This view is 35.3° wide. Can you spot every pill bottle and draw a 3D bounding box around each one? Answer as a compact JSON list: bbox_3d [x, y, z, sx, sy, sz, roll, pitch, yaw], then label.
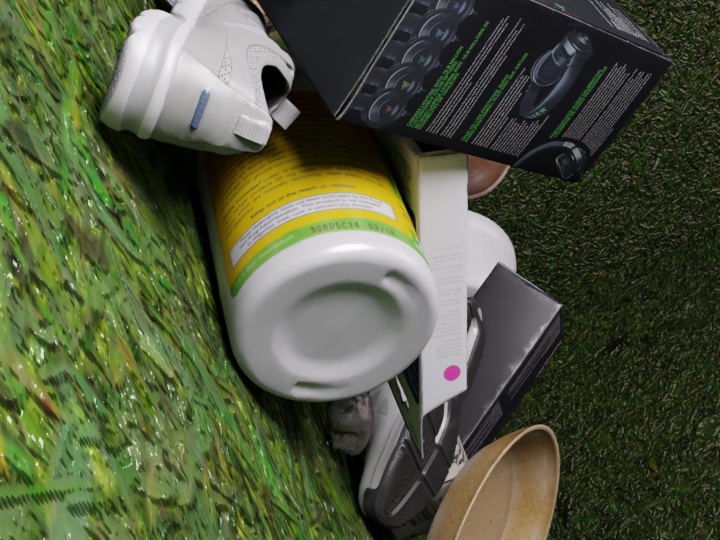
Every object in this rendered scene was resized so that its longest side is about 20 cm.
[{"bbox_3d":[-0.033,-0.036,0.638,0.112,0.110,0.201,63,6,-45],"label":"pill bottle"}]

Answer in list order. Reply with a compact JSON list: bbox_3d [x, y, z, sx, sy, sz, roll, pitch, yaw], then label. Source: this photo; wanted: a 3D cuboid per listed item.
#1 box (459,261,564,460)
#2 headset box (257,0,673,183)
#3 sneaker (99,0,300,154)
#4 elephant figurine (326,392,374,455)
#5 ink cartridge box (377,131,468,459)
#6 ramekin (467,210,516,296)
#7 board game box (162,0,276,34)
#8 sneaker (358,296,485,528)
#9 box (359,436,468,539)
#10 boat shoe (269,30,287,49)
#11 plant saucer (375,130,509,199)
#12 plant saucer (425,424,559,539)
[{"bbox_3d":[0.106,0.109,1.067,0.078,0.201,0.141,34,-7,20],"label":"box"},{"bbox_3d":[0.038,-0.150,0.608,0.198,0.093,0.175,8,39,-42],"label":"headset box"},{"bbox_3d":[-0.069,-0.092,0.571,0.081,0.075,0.200,26,22,-6],"label":"sneaker"},{"bbox_3d":[0.000,0.000,0.818,0.202,0.154,0.141,67,-11,-12],"label":"elephant figurine"},{"bbox_3d":[0.036,0.003,0.682,0.095,0.036,0.203,-115,-158,-59],"label":"ink cartridge box"},{"bbox_3d":[0.079,0.039,1.217,0.099,0.198,0.202,-98,167,-44],"label":"ramekin"},{"bbox_3d":[-0.031,-0.207,0.849,0.097,0.200,0.160,47,-5,26],"label":"board game box"},{"bbox_3d":[0.015,0.102,0.856,0.202,0.114,0.076,-63,143,-38],"label":"sneaker"},{"bbox_3d":[0.030,0.111,0.927,0.069,0.081,0.202,62,6,-50],"label":"box"},{"bbox_3d":[-0.007,-0.149,0.805,0.200,0.063,0.074,-23,128,-49],"label":"boat shoe"},{"bbox_3d":[0.040,-0.143,0.763,0.199,0.034,0.203,19,65,-45],"label":"plant saucer"},{"bbox_3d":[0.091,0.207,0.851,0.035,0.202,0.201,18,-25,29],"label":"plant saucer"}]
